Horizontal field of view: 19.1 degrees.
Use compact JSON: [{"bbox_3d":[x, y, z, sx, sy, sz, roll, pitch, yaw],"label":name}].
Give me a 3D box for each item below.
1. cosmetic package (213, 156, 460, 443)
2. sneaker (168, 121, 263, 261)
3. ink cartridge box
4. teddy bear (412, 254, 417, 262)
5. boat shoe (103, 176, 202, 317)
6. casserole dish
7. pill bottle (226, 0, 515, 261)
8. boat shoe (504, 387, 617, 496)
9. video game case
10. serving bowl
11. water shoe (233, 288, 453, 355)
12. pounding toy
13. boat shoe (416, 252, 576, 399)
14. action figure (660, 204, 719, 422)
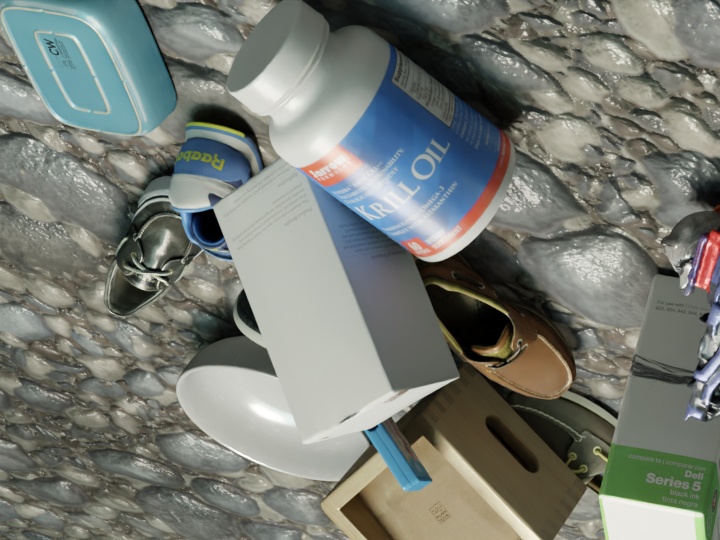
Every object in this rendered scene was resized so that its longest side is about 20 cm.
[{"bbox_3d":[-0.019,0.015,1.592,0.081,0.201,0.113,-12,167,-46],"label":"cosmetic package"},{"bbox_3d":[-0.102,-0.037,1.741,0.073,0.083,0.200,3,149,29],"label":"sneaker"},{"bbox_3d":[0.250,0.127,1.652,0.083,0.201,0.146,9,149,18],"label":"ink cartridge box"},{"bbox_3d":[0.000,0.000,1.680,0.200,0.066,0.145,52,139,25],"label":"teddy bear"},{"bbox_3d":[-0.174,-0.012,1.844,0.072,0.071,0.200,25,151,-6],"label":"boat shoe"},{"bbox_3d":[-0.215,-0.166,1.647,0.120,0.039,0.201,10,148,20],"label":"casserole dish"},{"bbox_3d":[0.005,-0.103,1.521,0.199,0.113,0.112,35,149,-22],"label":"pill bottle"},{"bbox_3d":[0.208,0.167,1.892,0.201,0.061,0.072,32,152,-14],"label":"boat shoe"},{"bbox_3d":[-0.007,0.091,1.735,0.201,0.018,0.143,57,-179,8],"label":"video game case"},{"bbox_3d":[-0.070,0.119,2.001,0.199,0.066,0.201,16,151,9],"label":"serving bowl"},{"bbox_3d":[-0.016,0.061,1.860,0.198,0.072,0.079,12,152,19],"label":"water shoe"},{"bbox_3d":[0.097,0.212,1.892,0.200,0.142,0.184,46,127,-1],"label":"pounding toy"},{"bbox_3d":[0.104,0.054,1.739,0.200,0.068,0.072,36,107,-26],"label":"boat shoe"},{"bbox_3d":[0.302,0.022,1.537,0.192,0.105,0.201,25,122,6],"label":"action figure"}]
